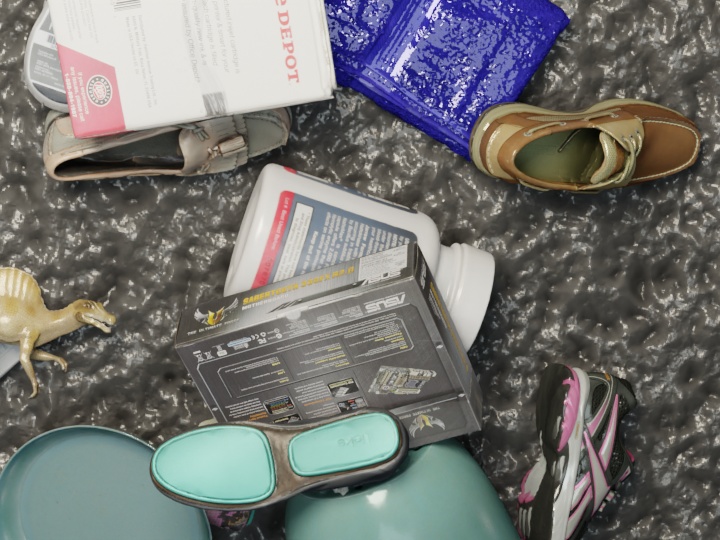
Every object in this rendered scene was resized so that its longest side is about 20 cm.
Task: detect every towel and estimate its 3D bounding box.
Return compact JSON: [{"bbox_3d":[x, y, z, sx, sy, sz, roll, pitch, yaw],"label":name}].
[{"bbox_3d":[0.049,-0.191,1.296,0.199,0.050,0.148,30,104,-12],"label":"towel"}]

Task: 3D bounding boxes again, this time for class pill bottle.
[{"bbox_3d":[0.000,0.000,1.314,0.198,0.120,0.121,18,105,-8],"label":"pill bottle"}]

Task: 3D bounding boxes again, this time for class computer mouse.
[{"bbox_3d":[-0.209,-0.223,1.275,0.109,0.044,0.202,20,100,-11],"label":"computer mouse"}]

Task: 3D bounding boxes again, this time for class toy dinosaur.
[{"bbox_3d":[-0.303,0.045,1.331,0.198,0.058,0.102,11,92,-15],"label":"toy dinosaur"}]

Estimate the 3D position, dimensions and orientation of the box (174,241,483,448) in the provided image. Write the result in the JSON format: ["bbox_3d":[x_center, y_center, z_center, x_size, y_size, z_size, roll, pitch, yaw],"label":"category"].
[{"bbox_3d":[-0.022,0.077,1.267,0.198,0.049,0.159,-16,124,15],"label":"box"}]

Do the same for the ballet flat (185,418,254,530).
[{"bbox_3d":[-0.099,0.128,1.372,0.071,0.069,0.201,13,110,-26],"label":"ballet flat"}]

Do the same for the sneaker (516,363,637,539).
[{"bbox_3d":[0.194,0.180,1.406,0.085,0.080,0.202,2,113,-15],"label":"sneaker"}]

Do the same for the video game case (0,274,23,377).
[{"bbox_3d":[-0.386,0.035,1.352,0.182,0.023,0.200,-40,106,8],"label":"video game case"}]

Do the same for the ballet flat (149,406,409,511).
[{"bbox_3d":[-0.059,0.147,1.252,0.198,0.073,0.074,-9,107,3],"label":"ballet flat"}]

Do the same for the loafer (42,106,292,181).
[{"bbox_3d":[-0.152,-0.098,1.296,0.198,0.063,0.072,-3,135,0],"label":"loafer"}]

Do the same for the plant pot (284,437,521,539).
[{"bbox_3d":[0.028,0.217,1.335,0.199,0.201,0.162,-20,111,3],"label":"plant pot"}]

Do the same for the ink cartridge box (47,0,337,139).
[{"bbox_3d":[-0.125,-0.189,1.224,0.198,0.085,0.147,-9,104,0],"label":"ink cartridge box"}]

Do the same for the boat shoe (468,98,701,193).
[{"bbox_3d":[0.185,-0.091,1.302,0.198,0.074,0.076,-5,112,-22],"label":"boat shoe"}]

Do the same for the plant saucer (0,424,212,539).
[{"bbox_3d":[-0.217,0.219,1.394,0.198,0.027,0.202,4,110,12],"label":"plant saucer"}]
